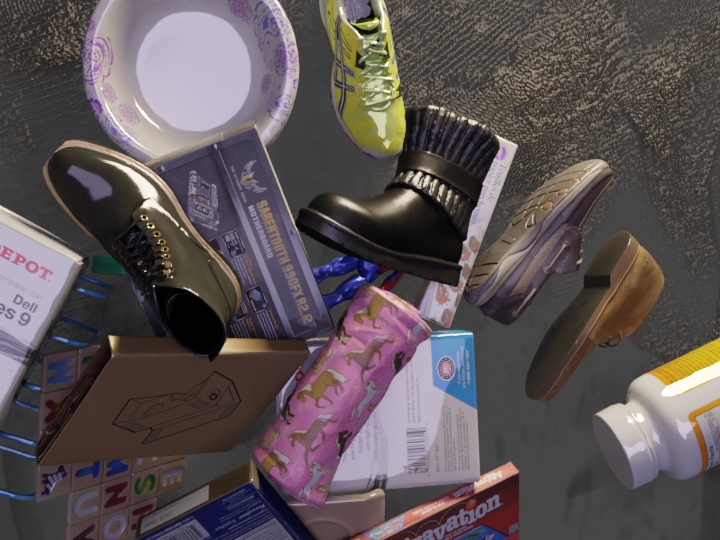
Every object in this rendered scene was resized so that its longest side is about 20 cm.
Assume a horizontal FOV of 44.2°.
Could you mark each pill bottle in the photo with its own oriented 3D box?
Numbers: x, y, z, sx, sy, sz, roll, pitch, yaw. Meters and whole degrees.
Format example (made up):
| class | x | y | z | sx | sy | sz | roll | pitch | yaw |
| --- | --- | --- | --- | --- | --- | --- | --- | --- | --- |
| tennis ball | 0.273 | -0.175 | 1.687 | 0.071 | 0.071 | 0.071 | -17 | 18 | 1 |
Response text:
| class | x | y | z | sx | sy | sz | roll | pitch | yaw |
| --- | --- | --- | --- | --- | --- | --- | --- | --- | --- |
| pill bottle | 0.347 | 0.146 | 0.918 | 0.197 | 0.111 | 0.113 | -24 | 94 | -6 |

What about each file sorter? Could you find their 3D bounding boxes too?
| class | x | y | z | sx | sy | sz | roll | pitch | yaw |
| --- | --- | --- | --- | --- | --- | --- | --- | --- | --- |
| file sorter | -0.319 | 0.089 | 0.824 | 0.121 | 0.139 | 0.204 | 19 | 89 | -11 |

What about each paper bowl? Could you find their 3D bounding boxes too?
| class | x | y | z | sx | sy | sz | roll | pitch | yaw |
| --- | --- | --- | --- | --- | --- | --- | --- | --- | --- |
| paper bowl | -0.159 | -0.189 | 0.851 | 0.196 | 0.104 | 0.205 | 0 | 93 | -8 |

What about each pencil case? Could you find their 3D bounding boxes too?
| class | x | y | z | sx | sy | sz | roll | pitch | yaw |
| --- | --- | --- | --- | --- | --- | --- | --- | --- | --- |
| pencil case | -0.015 | 0.108 | 0.800 | 0.082 | 0.086 | 0.202 | 33 | 87 | -7 |

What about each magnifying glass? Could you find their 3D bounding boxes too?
| class | x | y | z | sx | sy | sz | roll | pitch | yaw |
| --- | --- | --- | --- | --- | --- | --- | --- | --- | --- |
| magnifying glass | -0.164 | 0.004 | 0.878 | 0.196 | 0.079 | 0.023 | 4 | 87 | -18 |

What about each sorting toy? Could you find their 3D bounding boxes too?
| class | x | y | z | sx | sy | sz | roll | pitch | yaw |
| --- | --- | --- | --- | --- | --- | --- | --- | --- | --- |
| sorting toy | -0.073 | 0.291 | 0.876 | 0.196 | 0.037 | 0.188 | -6 | 121 | -8 |

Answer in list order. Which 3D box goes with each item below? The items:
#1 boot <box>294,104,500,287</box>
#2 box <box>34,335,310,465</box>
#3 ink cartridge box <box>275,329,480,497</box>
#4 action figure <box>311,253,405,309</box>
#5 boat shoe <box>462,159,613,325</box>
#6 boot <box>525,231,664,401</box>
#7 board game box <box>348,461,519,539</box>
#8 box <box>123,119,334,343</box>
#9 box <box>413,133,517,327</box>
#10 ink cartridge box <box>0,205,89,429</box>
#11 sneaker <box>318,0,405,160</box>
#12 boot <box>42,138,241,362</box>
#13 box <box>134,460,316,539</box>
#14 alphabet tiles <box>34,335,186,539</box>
| class | x | y | z | sx | sy | sz | roll | pitch | yaw |
| --- | --- | --- | --- | --- | --- | --- | --- | --- | --- |
| boot | 0.038 | -0.082 | 0.826 | 0.209 | 0.079 | 0.161 | 15 | 91 | -46 |
| box | -0.162 | 0.114 | 0.778 | 0.198 | 0.164 | 0.021 | 6 | 46 | -42 |
| ink cartridge box | 0.014 | 0.138 | 0.890 | 0.196 | 0.084 | 0.149 | -2 | 91 | -6 |
| action figure | 0.000 | 0.000 | 0.895 | 0.198 | 0.052 | 0.066 | -29 | 97 | -18 |
| boat shoe | 0.192 | -0.028 | 0.923 | 0.073 | 0.075 | 0.200 | 42 | 95 | -16 |
| boot | 0.248 | 0.063 | 0.929 | 0.075 | 0.074 | 0.201 | 38 | 84 | -16 |
| board game box | 0.073 | 0.272 | 0.886 | 0.197 | 0.019 | 0.105 | -20 | 124 | -19 |
| box | -0.130 | -0.012 | 0.806 | 0.156 | 0.048 | 0.203 | -23 | 107 | -3 |
| box | 0.107 | -0.041 | 0.921 | 0.038 | 0.041 | 0.203 | 21 | 89 | -7 |
| ink cartridge box | -0.329 | 0.044 | 0.706 | 0.144 | 0.084 | 0.203 | 28 | 87 | -11 |
| sneaker | 0.002 | -0.209 | 0.886 | 0.074 | 0.076 | 0.204 | -18 | 94 | -8 |
| boot | -0.171 | -0.021 | 0.700 | 0.199 | 0.138 | 0.078 | 39 | 97 | -14 |
| box | -0.101 | 0.270 | 0.816 | 0.120 | 0.033 | 0.202 | -27 | 121 | 7 |
| alphabet tiles | -0.227 | 0.163 | 0.831 | 0.166 | 0.007 | 0.204 | -7 | 109 | -50 |
